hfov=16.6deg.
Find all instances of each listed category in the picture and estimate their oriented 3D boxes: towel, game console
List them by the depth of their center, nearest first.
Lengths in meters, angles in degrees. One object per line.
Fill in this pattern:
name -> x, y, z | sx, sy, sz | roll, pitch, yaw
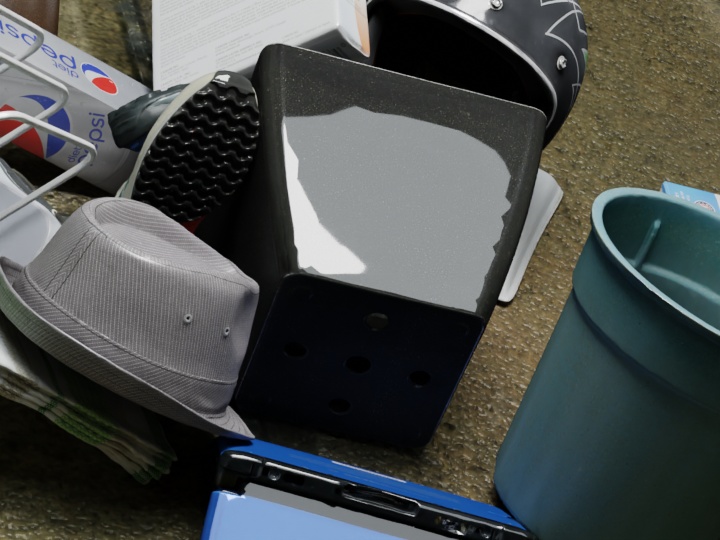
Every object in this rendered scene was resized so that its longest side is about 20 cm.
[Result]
game console -> -0.005, 0.185, 1.492 | 0.200, 0.119, 0.171 | 17, 1, -6
towel -> -0.207, 0.045, 1.500 | 0.200, 0.031, 0.149 | 35, 15, -39

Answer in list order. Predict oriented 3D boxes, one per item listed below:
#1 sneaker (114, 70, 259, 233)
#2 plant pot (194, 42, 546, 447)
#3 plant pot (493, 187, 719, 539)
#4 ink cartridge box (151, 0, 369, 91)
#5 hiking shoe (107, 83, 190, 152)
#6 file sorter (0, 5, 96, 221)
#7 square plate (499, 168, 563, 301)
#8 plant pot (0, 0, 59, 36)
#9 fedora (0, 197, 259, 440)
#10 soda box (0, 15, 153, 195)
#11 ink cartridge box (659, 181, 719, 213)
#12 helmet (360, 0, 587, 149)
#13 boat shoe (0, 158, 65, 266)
sneaker -> -0.132, -0.056, 1.625 | 0.070, 0.200, 0.093 | 14, 25, -25
plant pot -> 0.000, 0.000, 1.632 | 0.199, 0.200, 0.178 | 14, 45, -10
plant pot -> 0.192, 0.084, 1.566 | 0.200, 0.196, 0.200 | 22, 24, -11
ink cartridge box -> -0.077, -0.213, 1.799 | 0.050, 0.162, 0.200 | 43, 35, -45
hiking shoe -> -0.094, -0.076, 1.731 | 0.200, 0.074, 0.087 | 10, 62, -49
file sorter -> -0.275, -0.136, 1.569 | 0.200, 0.124, 0.139 | 65, 16, 20
square plate -> 0.049, -0.066, 1.897 | 0.200, 0.028, 0.198 | 23, 31, 5
plant pot -> -0.296, -0.247, 1.818 | 0.186, 0.200, 0.187 | 15, 32, -9
fedora -> -0.126, 0.019, 1.496 | 0.200, 0.090, 0.177 | 26, 10, -45
soda box -> -0.232, -0.129, 1.738 | 0.200, 0.063, 0.068 | 28, 24, -33
ink cartridge box -> 0.299, 0.039, 1.782 | 0.200, 0.125, 0.129 | 12, 32, -11
helmet -> 0.075, -0.158, 1.812 | 0.200, 0.191, 0.200 | 28, 16, -9
boat shoe -> -0.251, -0.041, 1.668 | 0.200, 0.069, 0.057 | 41, 1, 42
